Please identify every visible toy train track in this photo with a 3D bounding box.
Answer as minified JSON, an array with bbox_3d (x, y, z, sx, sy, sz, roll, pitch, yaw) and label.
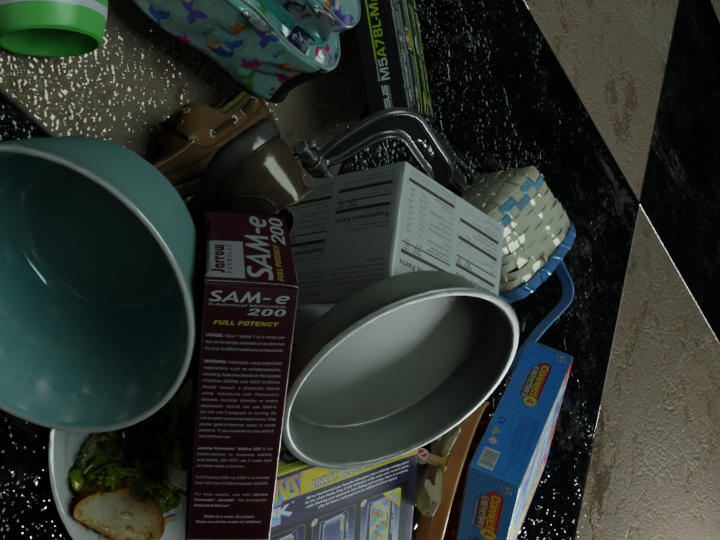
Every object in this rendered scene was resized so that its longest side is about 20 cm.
[{"bbox_3d":[0.066,0.154,0.890,0.201,0.032,0.116,-77,-174,-56],"label":"toy train track"}]

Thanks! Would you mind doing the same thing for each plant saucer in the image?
[{"bbox_3d":[0.095,0.232,0.955,0.200,0.032,0.203,15,90,-75],"label":"plant saucer"}]

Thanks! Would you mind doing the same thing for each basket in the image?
[{"bbox_3d":[0.177,-0.007,1.056,0.176,0.138,0.202,-41,111,-39],"label":"basket"}]

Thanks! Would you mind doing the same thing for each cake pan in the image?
[{"bbox_3d":[0.026,0.075,0.688,0.199,0.200,0.037,26,26,-47],"label":"cake pan"}]

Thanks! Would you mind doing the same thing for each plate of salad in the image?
[{"bbox_3d":[-0.150,0.134,0.706,0.199,0.048,0.203,9,78,-50],"label":"plate of salad"}]

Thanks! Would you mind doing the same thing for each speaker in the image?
[{"bbox_3d":[-0.223,-0.259,0.633,0.088,0.088,0.203,-1,87,-51],"label":"speaker"}]

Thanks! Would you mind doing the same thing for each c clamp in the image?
[{"bbox_3d":[0.001,-0.091,0.878,0.200,0.170,0.027,32,27,-56],"label":"c clamp"}]

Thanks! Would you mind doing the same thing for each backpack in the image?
[{"bbox_3d":[-0.097,-0.259,0.745,0.199,0.150,0.180,23,54,-38],"label":"backpack"}]

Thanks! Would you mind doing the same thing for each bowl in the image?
[{"bbox_3d":[-0.184,-0.006,0.589,0.203,0.198,0.105,65,24,-23],"label":"bowl"}]

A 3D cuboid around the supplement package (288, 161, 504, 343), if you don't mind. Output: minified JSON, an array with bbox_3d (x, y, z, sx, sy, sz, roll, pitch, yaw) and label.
[{"bbox_3d":[0.000,0.000,0.787,0.155,0.198,0.112,25,67,-46],"label":"supplement package"}]

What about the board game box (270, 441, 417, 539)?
[{"bbox_3d":[-0.042,0.224,0.770,0.198,0.056,0.168,-8,107,-42],"label":"board game box"}]

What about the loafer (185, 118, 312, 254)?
[{"bbox_3d":[-0.093,-0.037,0.690,0.073,0.200,0.071,-38,88,-25],"label":"loafer"}]

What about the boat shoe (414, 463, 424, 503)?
[{"bbox_3d":[0.011,0.157,0.894,0.200,0.071,0.069,46,37,-34],"label":"boat shoe"}]

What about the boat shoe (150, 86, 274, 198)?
[{"bbox_3d":[-0.140,-0.099,0.737,0.200,0.071,0.069,-40,112,-56],"label":"boat shoe"}]

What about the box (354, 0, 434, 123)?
[{"bbox_3d":[0.030,-0.248,0.919,0.193,0.047,0.203,-41,122,-78],"label":"box"}]

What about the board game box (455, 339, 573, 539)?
[{"bbox_3d":[0.169,0.219,1.013,0.201,0.055,0.198,-54,155,-43],"label":"board game box"}]

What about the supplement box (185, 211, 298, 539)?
[{"bbox_3d":[-0.084,0.075,0.613,0.060,0.109,0.203,3,115,-11],"label":"supplement box"}]
